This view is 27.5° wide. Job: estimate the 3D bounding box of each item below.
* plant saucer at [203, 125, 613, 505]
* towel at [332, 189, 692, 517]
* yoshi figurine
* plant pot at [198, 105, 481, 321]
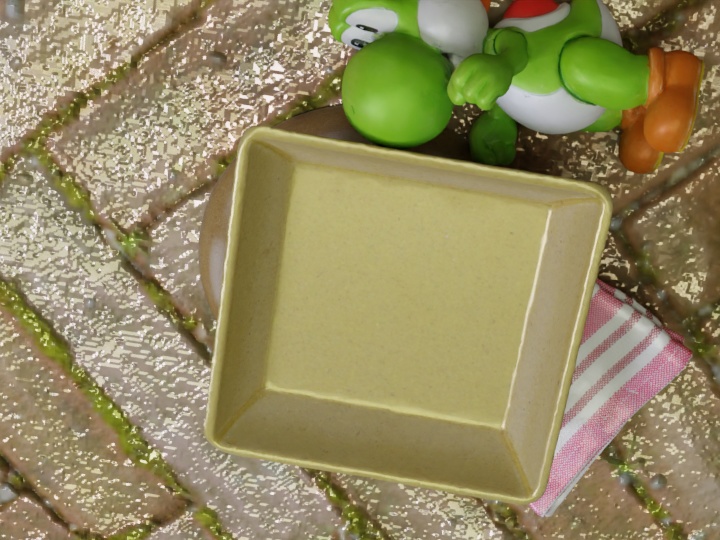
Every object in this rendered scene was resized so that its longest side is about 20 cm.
[{"bbox_3d":[0.023,0.021,0.822,0.199,0.048,0.201,10,115,1],"label":"plant saucer"},{"bbox_3d":[0.075,0.047,0.868,0.200,0.030,0.147,33,112,-12],"label":"towel"},{"bbox_3d":[0.073,-0.093,0.788,0.199,0.112,0.113,16,122,-2],"label":"yoshi figurine"},{"bbox_3d":[0.000,0.000,0.879,0.199,0.028,0.201,1,116,3],"label":"plant pot"}]
